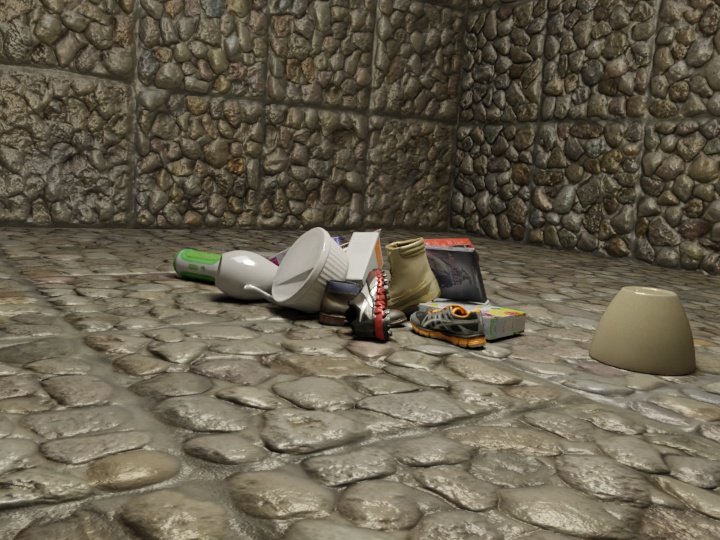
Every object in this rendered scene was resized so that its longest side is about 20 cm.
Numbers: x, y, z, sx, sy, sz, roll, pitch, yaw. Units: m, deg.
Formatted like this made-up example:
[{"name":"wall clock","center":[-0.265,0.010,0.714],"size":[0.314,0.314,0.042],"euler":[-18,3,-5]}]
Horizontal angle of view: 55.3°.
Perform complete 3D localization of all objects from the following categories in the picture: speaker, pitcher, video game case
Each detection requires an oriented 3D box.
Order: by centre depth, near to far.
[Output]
[{"name":"video game case","center":[0.194,0.005,1.620],"size":[0.199,0.143,0.019],"euler":[7,38,39]},{"name":"pitcher","center":[-0.254,0.030,1.701],"size":[0.199,0.122,0.172],"euler":[13,21,-15]},{"name":"speaker","center":[-0.436,-0.011,1.954],"size":[0.199,0.089,0.088],"euler":[9,9,31]}]

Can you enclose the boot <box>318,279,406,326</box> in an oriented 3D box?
[{"name":"boot","center":[0.009,0.072,1.528],"size":[0.199,0.097,0.075],"euler":[2,8,-11]}]

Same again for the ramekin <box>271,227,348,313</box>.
[{"name":"ramekin","center":[-0.112,0.009,1.609],"size":[0.094,0.203,0.202],"euler":[34,-7,-27]}]

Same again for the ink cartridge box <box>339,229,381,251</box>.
[{"name":"ink cartridge box","center":[-0.049,-0.036,1.855],"size":[0.199,0.177,0.045],"euler":[-23,60,-27]}]

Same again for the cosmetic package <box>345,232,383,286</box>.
[{"name":"cosmetic package","center":[0.000,0.000,1.710],"size":[0.071,0.102,0.200],"euler":[1,37,15]}]

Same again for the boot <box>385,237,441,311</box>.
[{"name":"boot","center":[0.074,0.018,1.599],"size":[0.199,0.156,0.073],"euler":[-18,17,4]}]

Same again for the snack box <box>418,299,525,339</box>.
[{"name":"snack box","center":[0.250,0.107,1.554],"size":[0.199,0.053,0.142],"euler":[9,8,43]}]

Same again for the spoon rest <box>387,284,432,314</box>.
[{"name":"spoon rest","center":[0.110,0.069,1.738],"size":[0.099,0.061,0.200],"euler":[0,8,-23]}]

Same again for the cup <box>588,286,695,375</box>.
[{"name":"cup","center":[0.567,0.110,1.367],"size":[0.199,0.144,0.200],"euler":[4,9,-1]}]

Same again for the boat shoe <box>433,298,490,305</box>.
[{"name":"boat shoe","center":[0.264,0.074,1.750],"size":[0.199,0.067,0.073],"euler":[-4,11,-44]}]

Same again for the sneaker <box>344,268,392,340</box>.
[{"name":"sneaker","center":[0.015,0.068,1.455],"size":[0.097,0.071,0.201],"euler":[-6,40,6]}]

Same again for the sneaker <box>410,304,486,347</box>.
[{"name":"sneaker","center":[0.187,0.106,1.453],"size":[0.078,0.078,0.200],"euler":[-6,11,-42]}]

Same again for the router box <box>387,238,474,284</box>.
[{"name":"router box","center":[0.188,-0.003,1.855],"size":[0.179,0.200,0.049],"euler":[-3,52,-41]}]

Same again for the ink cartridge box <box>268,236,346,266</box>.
[{"name":"ink cartridge box","center":[-0.136,-0.049,1.844],"size":[0.119,0.042,0.200],"euler":[-23,-4,38]}]

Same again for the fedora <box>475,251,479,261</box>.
[{"name":"fedora","center":[0.250,0.032,1.827],"size":[0.200,0.201,0.082],"euler":[-3,51,-40]}]
